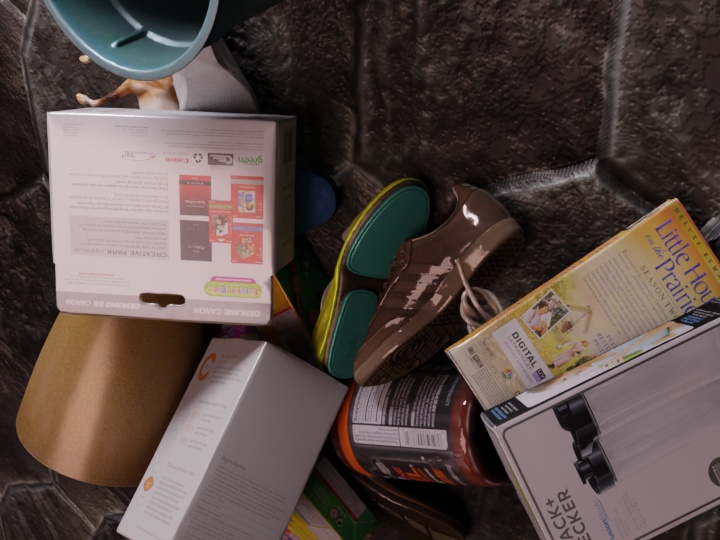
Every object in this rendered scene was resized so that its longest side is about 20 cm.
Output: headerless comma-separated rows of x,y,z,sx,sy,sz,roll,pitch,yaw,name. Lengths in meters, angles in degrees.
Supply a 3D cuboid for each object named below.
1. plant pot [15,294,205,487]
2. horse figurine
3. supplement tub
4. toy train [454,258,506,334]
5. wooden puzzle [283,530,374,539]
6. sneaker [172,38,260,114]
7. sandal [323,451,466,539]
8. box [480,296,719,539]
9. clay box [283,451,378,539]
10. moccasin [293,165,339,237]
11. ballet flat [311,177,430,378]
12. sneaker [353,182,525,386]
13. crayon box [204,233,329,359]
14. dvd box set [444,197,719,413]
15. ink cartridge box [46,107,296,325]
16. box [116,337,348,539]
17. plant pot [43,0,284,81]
-0.230,0.076,1.002,0.186,0.186,0.201,27,115,25,plant pot
-0.211,-0.148,1.005,0.132,0.050,0.201,-6,102,23,horse figurine
0.046,0.138,0.929,0.200,0.107,0.107,-4,111,41,supplement tub
0.138,0.069,0.817,0.084,0.116,0.200,-27,91,19,toy train
-0.085,0.230,1.142,0.200,0.037,0.185,-29,95,49,wooden puzzle
-0.144,-0.192,0.928,0.075,0.089,0.200,-18,132,4,sneaker
0.022,0.211,1.023,0.200,0.055,0.082,29,152,12,sandal
0.197,0.110,0.691,0.199,0.060,0.117,-25,93,-1,box
-0.083,0.225,1.044,0.200,0.048,0.115,-8,124,54,clay box
-0.114,-0.071,0.961,0.199,0.068,0.081,0,101,14,moccasin
0.000,0.000,0.907,0.201,0.067,0.067,-69,28,19,ballet flat
0.054,0.014,0.865,0.200,0.070,0.076,-48,60,22,sneaker
-0.114,0.045,1.038,0.200,0.058,0.119,-25,97,44,crayon box
0.182,0.063,0.735,0.147,0.200,0.029,56,179,-2,dvd box set
-0.162,-0.050,0.890,0.199,0.084,0.176,4,102,7,ink cartridge box
-0.116,0.171,0.917,0.097,0.200,0.124,32,163,-26,box
-0.117,-0.268,0.766,0.200,0.196,0.201,19,125,29,plant pot
